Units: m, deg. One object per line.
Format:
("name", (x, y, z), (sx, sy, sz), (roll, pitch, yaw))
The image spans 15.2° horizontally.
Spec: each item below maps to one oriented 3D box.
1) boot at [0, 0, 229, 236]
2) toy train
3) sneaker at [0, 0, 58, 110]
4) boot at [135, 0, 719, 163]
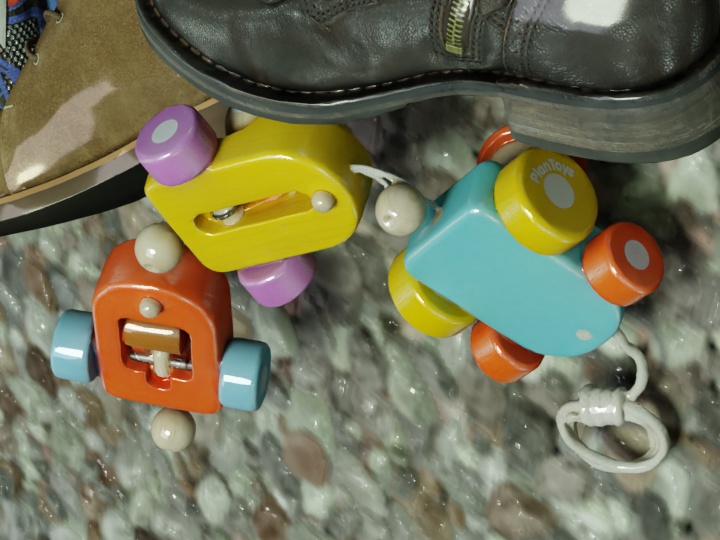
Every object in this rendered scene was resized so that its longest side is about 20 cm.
("boot", (-0.086, -0.059, 0.885), (0.199, 0.073, 0.076), (-22, 89, 32))
("toy train", (0.000, 0.000, 0.823), (0.198, 0.056, 0.151), (7, 141, 12))
("sneaker", (-0.143, -0.110, 0.917), (0.075, 0.078, 0.201), (22, 127, 38))
("boot", (0.014, -0.121, 0.680), (0.199, 0.069, 0.175), (10, 133, 29))
